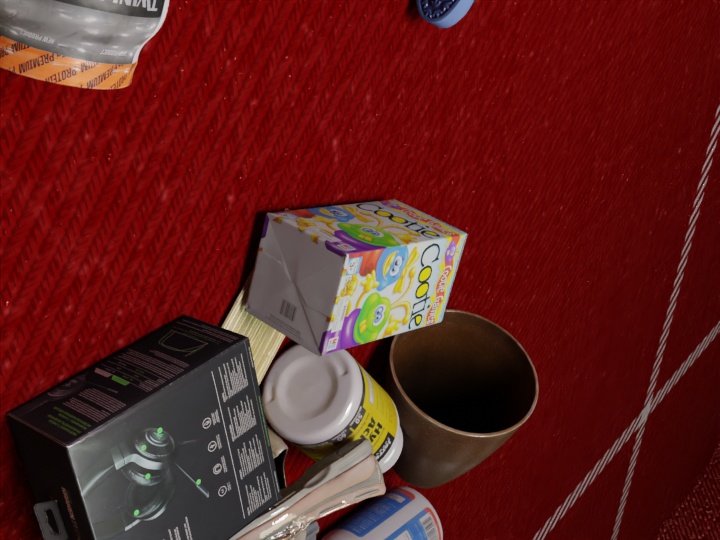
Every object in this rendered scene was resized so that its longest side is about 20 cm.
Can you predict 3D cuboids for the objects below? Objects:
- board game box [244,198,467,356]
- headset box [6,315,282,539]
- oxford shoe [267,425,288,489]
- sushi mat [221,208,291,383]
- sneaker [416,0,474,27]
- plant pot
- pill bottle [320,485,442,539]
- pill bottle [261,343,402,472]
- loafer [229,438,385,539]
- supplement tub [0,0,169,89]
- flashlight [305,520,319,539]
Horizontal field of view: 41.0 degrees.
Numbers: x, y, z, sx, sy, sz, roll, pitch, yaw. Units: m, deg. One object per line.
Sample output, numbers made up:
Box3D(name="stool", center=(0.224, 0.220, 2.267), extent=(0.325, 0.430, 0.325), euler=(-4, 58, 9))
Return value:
Box3D(name="board game box", center=(0.000, 0.000, 0.946), extent=(0.199, 0.105, 0.104), euler=(-11, 122, -52))
Box3D(name="headset box", center=(-0.179, 0.164, 0.816), extent=(0.200, 0.092, 0.175), euler=(-32, 123, -40))
Box3D(name="oxford shoe", center=(-0.121, 0.249, 1.021), extent=(0.071, 0.074, 0.201), euler=(-27, 136, -46))
Box3D(name="sushi mat", center=(-0.095, 0.040, 0.953), extent=(0.201, 0.012, 0.096), euler=(-62, 148, -1))
Box3D(name="sneaker", center=(0.125, -0.320, 0.933), extent=(0.078, 0.070, 0.201), euler=(21, 95, -52))
Box3D(name="plant pot", center=(0.102, 0.185, 1.222), extent=(0.187, 0.187, 0.201), euler=(-33, 154, -38))
Box3D(name="pill bottle", center=(0.010, 0.379, 1.278), extent=(0.199, 0.112, 0.113), euler=(-23, 133, -44))
Box3D(name="pill bottle", center=(-0.021, 0.162, 1.063), extent=(0.112, 0.111, 0.200), euler=(-55, 148, -10))
Box3D(name="loafer", center=(-0.057, 0.235, 0.923), extent=(0.199, 0.063, 0.072), euler=(-29, -179, -29))
Box3D(name="supplement tub", center=(-0.160, -0.215, 0.553), extent=(0.122, 0.122, 0.201), euler=(-11, 123, -51))
Box3D(name="flashlight", center=(-0.121, 0.301, 0.937), extent=(0.199, 0.068, 0.068), euler=(-20, 164, -50))
